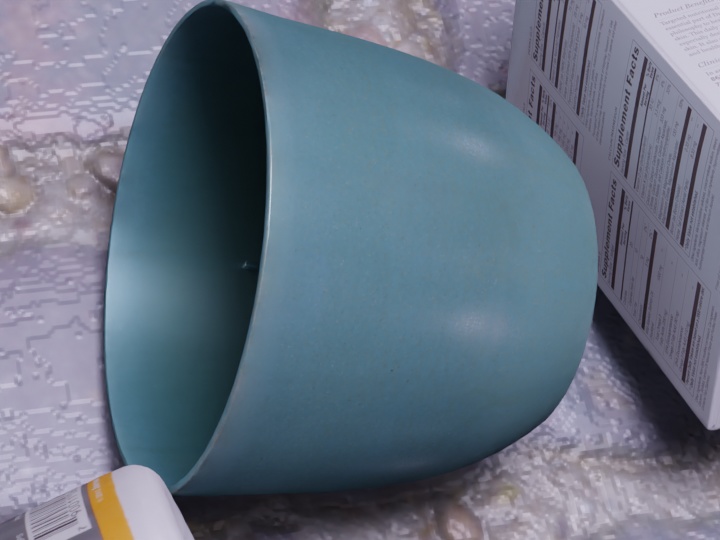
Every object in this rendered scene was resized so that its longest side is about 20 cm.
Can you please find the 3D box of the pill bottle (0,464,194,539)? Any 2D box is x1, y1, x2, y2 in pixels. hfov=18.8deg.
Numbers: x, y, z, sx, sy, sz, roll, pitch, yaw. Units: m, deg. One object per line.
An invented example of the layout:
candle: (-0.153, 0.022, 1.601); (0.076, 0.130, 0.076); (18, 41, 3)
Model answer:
pill bottle: (-0.144, 0.162, 0.801); (0.200, 0.116, 0.116); (-26, 68, -4)

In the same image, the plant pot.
plant pot: (0.000, 0.000, 0.899); (0.161, 0.201, 0.201); (7, 60, -22)

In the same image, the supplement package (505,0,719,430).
supplement package: (0.176, -0.066, 0.956); (0.152, 0.151, 0.200); (-15, 45, -19)
